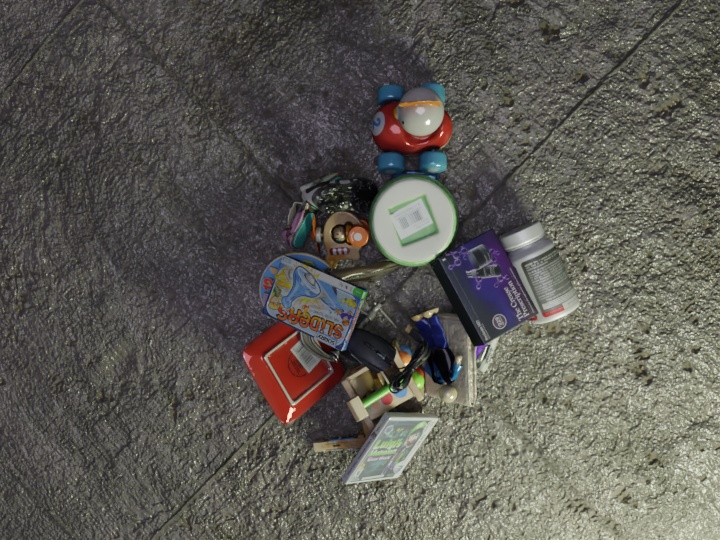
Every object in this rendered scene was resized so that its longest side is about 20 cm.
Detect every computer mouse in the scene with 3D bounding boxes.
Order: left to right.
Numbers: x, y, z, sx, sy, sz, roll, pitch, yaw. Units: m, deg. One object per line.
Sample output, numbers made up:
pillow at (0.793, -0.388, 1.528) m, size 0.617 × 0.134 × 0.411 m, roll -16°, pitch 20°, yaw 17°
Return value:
computer mouse at (0.049, 0.153, 1.284) m, size 0.199 × 0.046 × 0.140 m, roll 32°, pitch 66°, yaw 34°

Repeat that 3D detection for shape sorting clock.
shape sorting clock at (-0.135, 0.054, 1.387) m, size 0.197 × 0.039 × 0.203 m, roll 5°, pitch 114°, yaw 11°

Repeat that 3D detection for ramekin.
ramekin at (0.112, -0.106, 1.291) m, size 0.197 × 0.098 × 0.203 m, roll 1°, pitch 95°, yaw 6°

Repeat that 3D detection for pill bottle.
pill bottle at (0.382, 0.002, 1.316) m, size 0.113 × 0.114 × 0.202 m, roll -24°, pitch 93°, yaw 7°

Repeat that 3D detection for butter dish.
butter dish at (-0.168, 0.210, 1.379) m, size 0.199 × 0.147 × 0.202 m, roll -36°, pitch 102°, yaw -30°

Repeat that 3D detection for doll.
doll at (0.168, 0.188, 1.330) m, size 0.048 × 0.136 × 0.203 m, roll -13°, pitch 83°, yaw -34°

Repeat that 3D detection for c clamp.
c clamp at (-0.032, 0.126, 1.356) m, size 0.200 × 0.027 × 0.172 m, roll -42°, pitch 104°, yaw -17°

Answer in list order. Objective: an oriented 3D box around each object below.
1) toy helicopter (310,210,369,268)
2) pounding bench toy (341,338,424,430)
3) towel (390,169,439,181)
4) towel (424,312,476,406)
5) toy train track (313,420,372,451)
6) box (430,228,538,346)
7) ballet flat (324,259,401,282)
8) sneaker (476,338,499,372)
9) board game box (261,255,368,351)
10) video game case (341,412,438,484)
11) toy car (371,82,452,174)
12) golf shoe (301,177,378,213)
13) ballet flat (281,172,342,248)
toy helicopter at (-0.066, -0.044, 1.378) m, size 0.131 × 0.079 × 0.202 m, roll 22°, pitch 109°, yaw -3°
pounding bench toy at (0.057, 0.250, 1.326) m, size 0.155 × 0.200 × 0.125 m, roll -31°, pitch 92°, yaw 8°
towel at (0.114, -0.121, 1.363) m, size 0.110 × 0.049 × 0.203 m, roll 4°, pitch 96°, yaw 6°
towel at (0.197, 0.193, 1.360) m, size 0.132 × 0.034 × 0.203 m, roll 5°, pitch 100°, yaw 46°
toy train track at (-0.013, 0.401, 1.435) m, size 0.197 × 0.033 × 0.116 m, roll -9°, pitch 101°, yaw 12°
box at (0.258, 0.037, 1.278) m, size 0.140 × 0.079 × 0.202 m, roll -28°, pitch 85°, yaw -8°
ballet flat at (0.000, 0.000, 1.351) m, size 0.198 × 0.067 × 0.047 m, roll -14°, pitch 73°, yaw -20°
sneaker at (0.266, 0.119, 1.360) m, size 0.098 × 0.070 × 0.203 m, roll 19°, pitch 96°, yaw 7°
board game box at (-0.098, 0.067, 1.288) m, size 0.198 × 0.034 × 0.137 m, roll 22°, pitch 95°, yaw 16°
video game case at (0.070, 0.391, 1.345) m, size 0.023 × 0.199 × 0.183 m, roll 41°, pitch 105°, yaw 38°
toy car at (0.104, -0.317, 1.253) m, size 0.174 × 0.200 × 0.187 m, roll 0°, pitch 82°, yaw 6°
golf shoe at (-0.042, -0.168, 1.324) m, size 0.094 × 0.199 × 0.079 m, roll 15°, pitch 103°, yaw 38°
ballet flat at (-0.120, -0.147, 1.381) m, size 0.071 × 0.069 × 0.201 m, roll 36°, pitch 98°, yaw 27°
